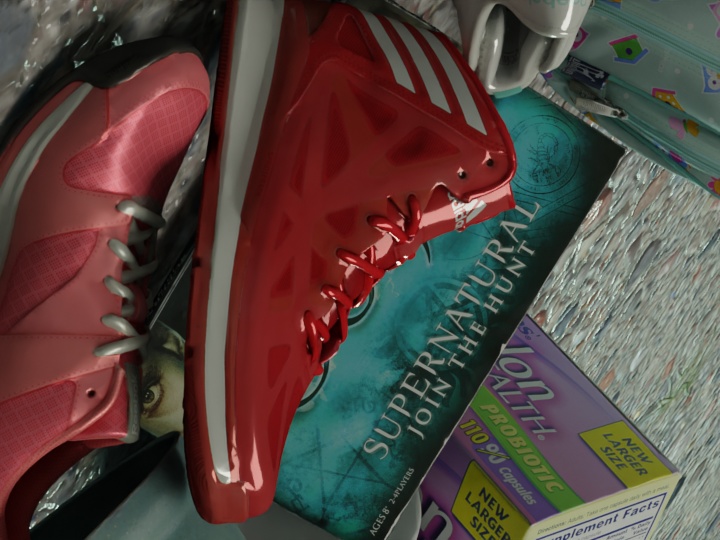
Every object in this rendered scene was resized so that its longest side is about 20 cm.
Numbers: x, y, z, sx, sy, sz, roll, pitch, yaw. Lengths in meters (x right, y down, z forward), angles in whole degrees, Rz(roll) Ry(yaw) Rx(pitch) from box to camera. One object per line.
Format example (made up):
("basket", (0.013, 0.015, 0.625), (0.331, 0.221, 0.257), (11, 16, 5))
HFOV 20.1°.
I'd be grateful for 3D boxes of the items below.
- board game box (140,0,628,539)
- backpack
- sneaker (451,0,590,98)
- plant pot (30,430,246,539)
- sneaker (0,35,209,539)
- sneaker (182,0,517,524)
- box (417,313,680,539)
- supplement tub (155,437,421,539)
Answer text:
("board game box", (0.000, 0.000, 0.828), (0.200, 0.135, 0.028), (-59, -167, 5))
("backpack", (0.164, -0.112, 0.927), (0.167, 0.200, 0.127), (-31, 149, -50))
("sneaker", (0.055, -0.108, 0.777), (0.200, 0.075, 0.089), (150, -59, -87))
("plant pot", (-0.101, 0.174, 0.736), (0.200, 0.134, 0.200), (-39, -176, 3))
("sneaker", (-0.097, 0.017, 0.693), (0.200, 0.087, 0.074), (-57, 161, 2))
("sneaker", (0.000, -0.007, 0.711), (0.078, 0.115, 0.201), (108, -13, -72))
("box", (0.037, 0.123, 1.003), (0.096, 0.176, 0.200), (-13, 137, -36))
("supplement tub", (-0.056, 0.168, 0.940), (0.140, 0.140, 0.200), (-34, 151, -46))
